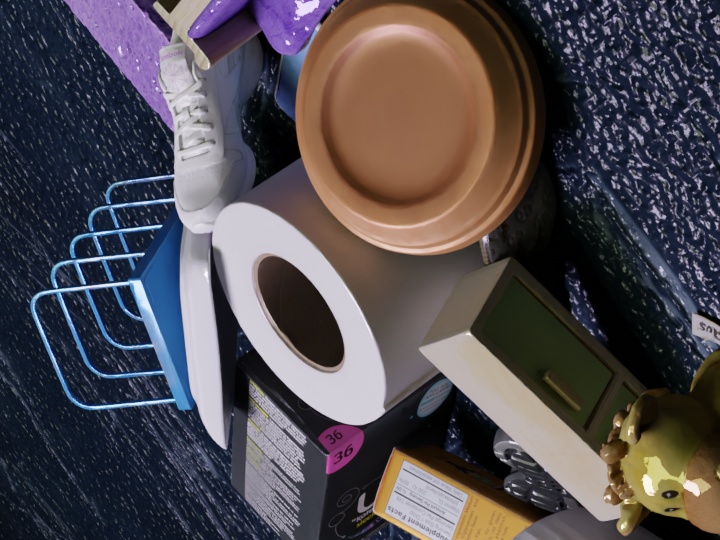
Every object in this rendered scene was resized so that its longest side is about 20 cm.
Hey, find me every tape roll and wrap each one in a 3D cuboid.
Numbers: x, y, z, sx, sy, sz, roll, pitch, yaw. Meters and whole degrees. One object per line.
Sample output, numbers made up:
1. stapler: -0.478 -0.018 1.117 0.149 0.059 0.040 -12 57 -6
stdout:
1. tape roll: 0.000 0.000 1.616 0.203 0.139 0.203 38 148 29

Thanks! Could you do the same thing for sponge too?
1. sponge: -0.206 -0.223 1.854 0.200 0.030 0.112 49 153 12

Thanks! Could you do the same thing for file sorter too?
1. file sorter: -0.195 0.015 1.877 0.122 0.200 0.139 -5 121 22

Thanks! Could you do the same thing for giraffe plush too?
1. giraffe plush: 0.236 0.100 1.341 0.200 0.162 0.173 11 129 54

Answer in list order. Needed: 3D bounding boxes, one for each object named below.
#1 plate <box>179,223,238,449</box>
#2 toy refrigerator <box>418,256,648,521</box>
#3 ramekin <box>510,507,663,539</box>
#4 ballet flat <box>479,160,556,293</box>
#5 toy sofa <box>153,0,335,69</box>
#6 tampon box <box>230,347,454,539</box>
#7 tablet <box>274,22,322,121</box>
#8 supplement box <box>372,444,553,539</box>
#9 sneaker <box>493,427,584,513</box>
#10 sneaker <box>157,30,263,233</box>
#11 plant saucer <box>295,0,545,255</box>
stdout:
1. plate: -0.128 0.015 1.755 0.200 0.032 0.200 -89 -3 -53
2. toy refrigerator: 0.145 0.087 1.504 0.200 0.076 0.070 44 146 -17
3. ramekin: 0.177 0.282 1.611 0.098 0.200 0.201 38 150 54
4. ballet flat: 0.114 -0.013 1.534 0.046 0.067 0.200 44 157 43
5. toy sofa: -0.056 -0.222 1.494 0.098 0.083 0.200 48 138 0
6. tampon box: -0.018 0.138 1.814 0.126 0.150 0.200 44 151 25
7. tablet: 0.005 -0.113 1.649 0.200 0.014 0.130 45 151 19
8. supplement box: 0.110 0.214 1.731 0.200 0.066 0.069 29 103 32
9. sneaker: 0.155 0.139 1.630 0.075 0.079 0.200 18 162 15
10. sneaker: -0.134 -0.125 1.666 0.075 0.200 0.100 -17 147 30
11. plant saucer: 0.034 -0.109 1.462 0.200 0.037 0.201 4 98 31
